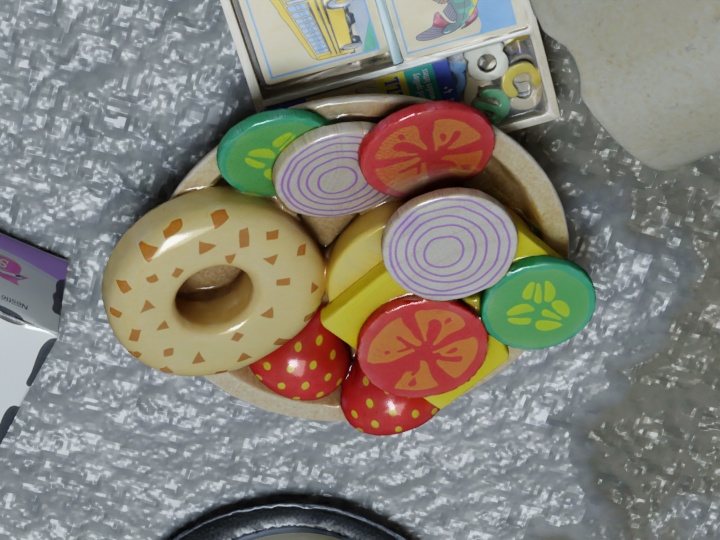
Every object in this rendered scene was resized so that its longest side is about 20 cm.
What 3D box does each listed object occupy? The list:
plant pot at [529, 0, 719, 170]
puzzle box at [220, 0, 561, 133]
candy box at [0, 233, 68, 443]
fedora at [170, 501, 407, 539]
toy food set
[{"bbox_3d":[0.170,-0.136,0.903,0.183,0.201,0.201,-28,117,25],"label":"plant pot"},{"bbox_3d":[0.000,-0.139,0.974,0.133,0.025,0.201,-15,119,7],"label":"puzzle box"},{"bbox_3d":[-0.252,0.056,1.046,0.167,0.072,0.200,24,116,-15],"label":"candy box"},{"bbox_3d":[-0.041,0.218,1.131,0.200,0.092,0.201,-1,120,-2],"label":"fedora"},{"bbox_3d":[0.000,0.000,1.019,0.198,0.049,0.200,-39,123,24],"label":"toy food set"}]
